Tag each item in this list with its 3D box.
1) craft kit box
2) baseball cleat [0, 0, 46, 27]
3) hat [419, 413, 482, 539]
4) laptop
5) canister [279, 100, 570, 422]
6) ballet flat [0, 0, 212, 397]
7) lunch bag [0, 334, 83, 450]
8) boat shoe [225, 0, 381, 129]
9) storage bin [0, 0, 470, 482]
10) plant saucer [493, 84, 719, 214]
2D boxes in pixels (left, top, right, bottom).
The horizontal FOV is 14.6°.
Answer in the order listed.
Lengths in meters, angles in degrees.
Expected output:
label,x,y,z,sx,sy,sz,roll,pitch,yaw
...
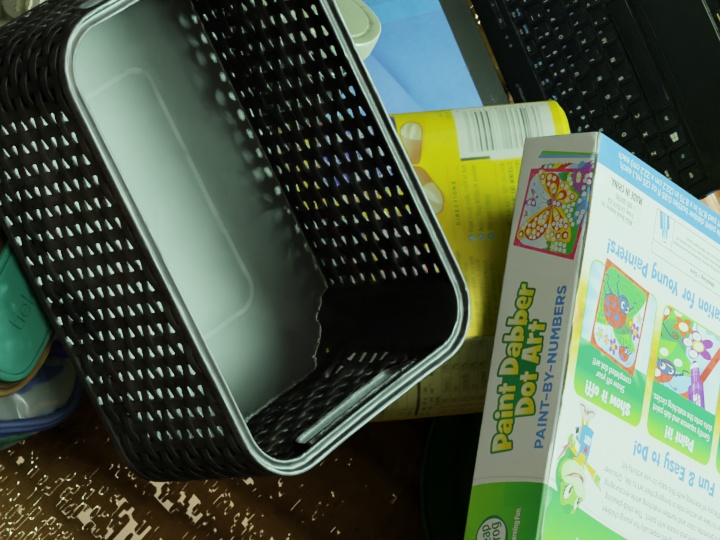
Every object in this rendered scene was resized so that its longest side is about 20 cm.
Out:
label,x,y,z,sx,sy,sz,roll,pitch,yaw
craft kit box,0.126,0.066,1.235,0.200,0.048,0.199,29,62,-49
baseball cleat,-0.207,-0.101,1.232,0.199,0.106,0.070,4,82,19
hat,0.128,0.109,1.288,0.165,0.176,0.201,25,82,-17
laptop,0.076,-0.095,1.349,0.103,0.199,0.178,-3,68,-61
canister,0.000,0.000,1.280,0.199,0.087,0.150,-5,76,-4
ballet flat,-0.132,-0.035,1.180,0.069,0.063,0.201,46,60,-29
lunch bag,-0.220,0.008,1.210,0.199,0.082,0.162,-1,79,-27
boat shoe,-0.089,-0.127,1.254,0.199,0.066,0.075,26,32,3
storage bin,-0.060,-0.027,1.138,0.135,0.094,0.201,-36,108,-36
plant saucer,0.130,-0.008,1.429,0.199,0.032,0.202,8,72,-25
